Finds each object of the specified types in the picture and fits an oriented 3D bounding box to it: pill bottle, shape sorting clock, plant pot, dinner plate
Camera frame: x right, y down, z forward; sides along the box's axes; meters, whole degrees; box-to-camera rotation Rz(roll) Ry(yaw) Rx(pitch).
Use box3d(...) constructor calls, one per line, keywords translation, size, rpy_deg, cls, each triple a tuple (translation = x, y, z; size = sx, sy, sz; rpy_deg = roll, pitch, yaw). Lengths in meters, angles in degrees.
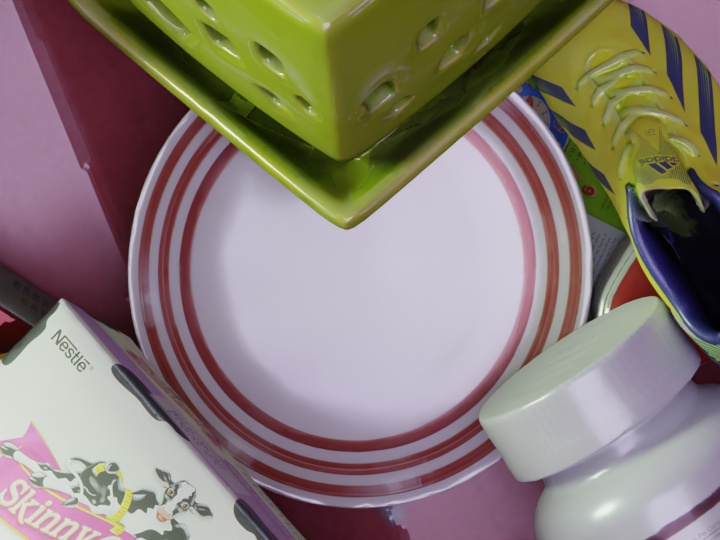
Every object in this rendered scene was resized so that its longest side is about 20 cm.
box3d(translation=(0.140, 0.117, 1.077), size=(0.109, 0.110, 0.200), rpy_deg=(-34, 96, 2), cls="pill bottle")
box3d(translation=(0.062, -0.025, 1.151), size=(0.199, 0.039, 0.201), rpy_deg=(-1, 94, -11), cls="shape sorting clock")
box3d(translation=(-0.008, -0.149, 1.014), size=(0.200, 0.182, 0.199), rpy_deg=(39, 68, 24), cls="plant pot")
box3d(translation=(0.000, 0.000, 1.108), size=(0.199, 0.024, 0.201), rpy_deg=(0, 92, -11), cls="dinner plate")

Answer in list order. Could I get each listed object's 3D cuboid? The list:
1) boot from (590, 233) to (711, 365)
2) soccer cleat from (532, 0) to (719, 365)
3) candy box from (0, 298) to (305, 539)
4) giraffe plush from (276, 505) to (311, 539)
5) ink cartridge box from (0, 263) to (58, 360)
box3d(translation=(0.200, -0.009, 1.095), size=(0.200, 0.144, 0.073), rpy_deg=(-33, 111, -8), cls="boot")
box3d(translation=(0.124, -0.045, 1.065), size=(0.065, 0.084, 0.201), rpy_deg=(-38, 64, 16), cls="soccer cleat")
box3d(translation=(-0.125, 0.142, 1.027), size=(0.200, 0.072, 0.168), rpy_deg=(-45, 65, 2), cls="candy box")
box3d(translation=(-0.055, 0.182, 1.127), size=(0.199, 0.172, 0.163), rpy_deg=(26, 86, -26), cls="giraffe plush")
box3d(translation=(-0.184, 0.103, 1.134), size=(0.175, 0.084, 0.200), rpy_deg=(32, 96, -10), cls="ink cartridge box")
